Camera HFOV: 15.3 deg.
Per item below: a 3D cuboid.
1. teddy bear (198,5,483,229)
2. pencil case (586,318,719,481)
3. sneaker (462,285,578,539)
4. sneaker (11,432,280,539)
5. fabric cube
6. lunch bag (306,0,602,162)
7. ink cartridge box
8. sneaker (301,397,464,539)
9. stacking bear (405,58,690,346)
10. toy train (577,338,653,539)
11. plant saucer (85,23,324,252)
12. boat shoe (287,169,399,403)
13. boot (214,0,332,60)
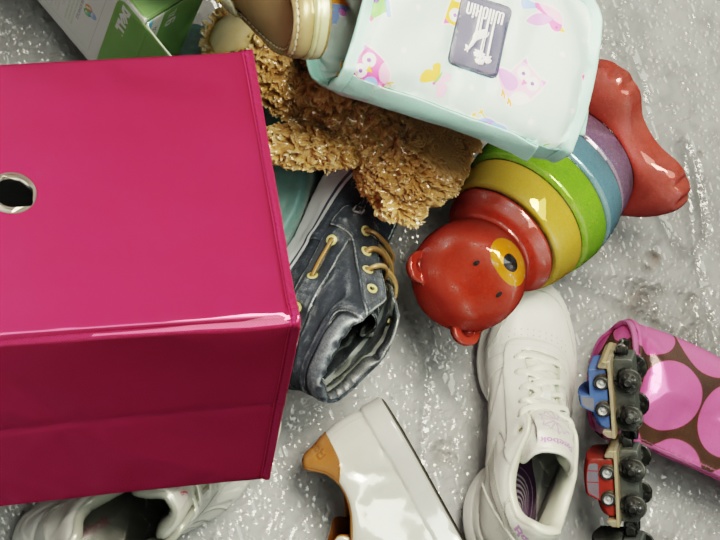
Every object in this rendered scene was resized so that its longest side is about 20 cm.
[{"bbox_3d":[-0.018,-0.113,1.725,0.199,0.067,0.145,28,50,-21],"label":"teddy bear"},{"bbox_3d":[0.249,0.110,1.870,0.199,0.091,0.094,23,77,-17],"label":"pencil case"},{"bbox_3d":[0.123,0.099,1.803,0.075,0.100,0.201,12,72,-19],"label":"sneaker"},{"bbox_3d":[-0.118,0.140,1.680,0.200,0.099,0.078,-37,101,-26],"label":"sneaker"},{"bbox_3d":[-0.154,0.006,1.584,0.198,0.200,0.197,-4,58,-10],"label":"fabric cube"},{"bbox_3d":[0.057,-0.165,1.676,0.170,0.122,0.201,18,44,-20],"label":"lunch bag"},{"bbox_3d":[-0.154,-0.182,1.701,0.059,0.104,0.200,-35,80,-27],"label":"ink cartridge box"},{"bbox_3d":[0.028,0.188,1.769,0.084,0.073,0.201,-30,96,-2],"label":"sneaker"},{"bbox_3d":[0.110,-0.034,1.803,0.200,0.113,0.122,-44,112,-34],"label":"stacking bear"},{"bbox_3d":[0.173,0.138,1.811,0.034,0.046,0.201,-56,145,-62],"label":"toy train"},{"bbox_3d":[-0.107,-0.070,1.765,0.199,0.036,0.201,5,78,-24],"label":"plant saucer"},{"bbox_3d":[0.000,0.000,1.760,0.201,0.091,0.071,-56,142,-18],"label":"boat shoe"},{"bbox_3d":[-0.117,-0.187,1.586,0.154,0.072,0.200,-9,45,-31],"label":"boot"}]
